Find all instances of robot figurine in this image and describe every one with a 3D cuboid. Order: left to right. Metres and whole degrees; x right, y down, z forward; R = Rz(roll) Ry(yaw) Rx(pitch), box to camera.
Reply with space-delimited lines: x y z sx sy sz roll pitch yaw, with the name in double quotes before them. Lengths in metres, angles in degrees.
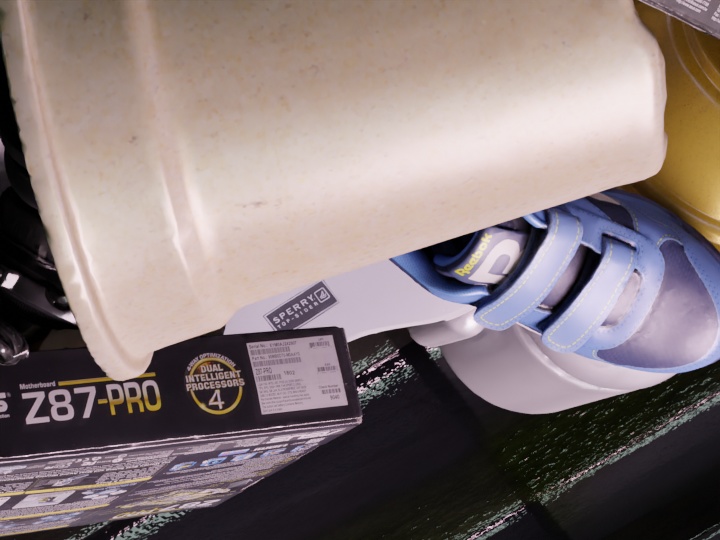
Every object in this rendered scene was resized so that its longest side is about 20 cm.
"robot figurine" 0.104 0.007 1.072 0.168 0.114 0.200 -17 177 -23

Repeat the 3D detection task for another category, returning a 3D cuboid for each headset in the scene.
"headset" -0.106 -0.021 0.864 0.200 0.094 0.124 -29 143 -50

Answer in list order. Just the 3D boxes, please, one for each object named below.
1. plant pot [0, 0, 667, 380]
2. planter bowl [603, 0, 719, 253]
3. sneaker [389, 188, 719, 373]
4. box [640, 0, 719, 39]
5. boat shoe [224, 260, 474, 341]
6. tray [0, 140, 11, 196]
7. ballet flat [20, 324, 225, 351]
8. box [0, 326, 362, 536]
"plant pot" -0.004 -0.079 0.690 0.182 0.202 0.201 -9 159 3
"planter bowl" 0.167 -0.076 0.981 0.199 0.201 0.084 -14 155 -34
"sneaker" 0.069 -0.007 0.900 0.074 0.199 0.082 -60 -169 20
"box" 0.180 -0.177 0.842 0.199 0.047 0.194 16 106 -44
"boat shoe" 0.000 0.000 1.023 0.199 0.072 0.068 -32 -169 24
"tray" -0.129 -0.026 0.965 0.107 0.022 0.199 -42 156 26
"ballet flat" -0.131 0.049 1.011 0.064 0.068 0.200 -36 -176 -42
"box" -0.121 0.074 0.929 0.198 0.050 0.161 -5 162 -29
